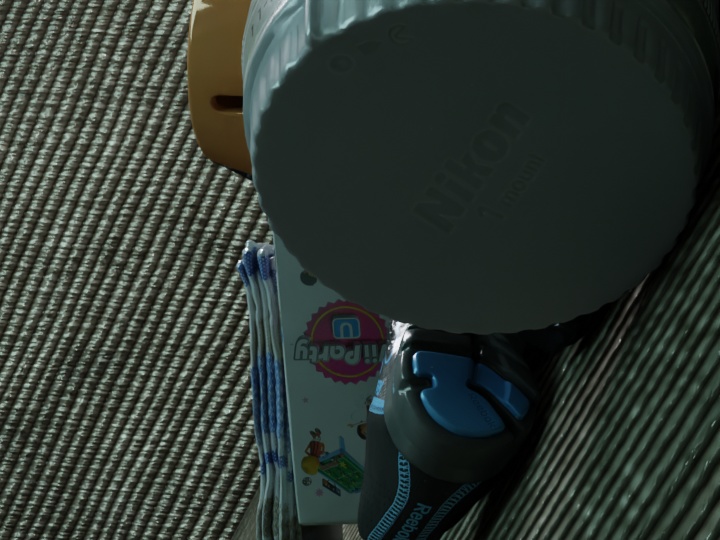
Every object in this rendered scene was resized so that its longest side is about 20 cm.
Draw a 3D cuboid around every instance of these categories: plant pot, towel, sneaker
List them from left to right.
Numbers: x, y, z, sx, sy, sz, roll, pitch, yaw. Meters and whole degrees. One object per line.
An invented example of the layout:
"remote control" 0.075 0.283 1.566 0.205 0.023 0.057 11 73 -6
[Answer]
"towel" -0.032 0.084 1.181 0.147 0.024 0.201 -10 -84 -81
"plant pot" -0.019 -0.127 1.433 0.200 0.140 0.201 4 -90 -78
"sneaker" 0.035 0.032 0.961 0.082 0.073 0.200 -63 0 33

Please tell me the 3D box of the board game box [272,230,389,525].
"board game box" 0.000 0.000 1.136 0.148 0.064 0.201 -69 -25 -72

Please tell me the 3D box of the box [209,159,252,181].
"box" 0.026 -0.129 1.673 0.200 0.198 0.123 -63 -1 -14

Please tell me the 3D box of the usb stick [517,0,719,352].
"usb stick" 0.107 -0.060 0.915 0.055 0.033 0.200 103 -167 -69

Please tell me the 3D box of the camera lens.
"camera lens" 0.044 -0.098 0.836 0.200 0.160 0.160 -84 17 -46
